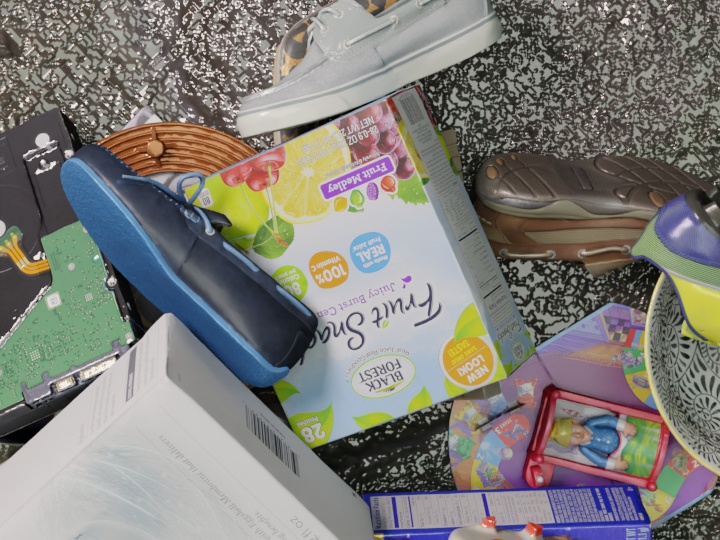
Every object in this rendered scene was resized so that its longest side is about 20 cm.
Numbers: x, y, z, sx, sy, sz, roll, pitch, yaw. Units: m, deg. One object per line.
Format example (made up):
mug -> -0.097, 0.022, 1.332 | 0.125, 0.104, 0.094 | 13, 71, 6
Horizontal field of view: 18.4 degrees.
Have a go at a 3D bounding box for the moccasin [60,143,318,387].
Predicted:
moccasin -> -0.112, -0.010, 1.465 | 0.200, 0.080, 0.068 | 47, 63, -5

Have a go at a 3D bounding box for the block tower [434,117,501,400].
block tower -> 0.045, -0.004, 1.548 | 0.058, 0.054, 0.200 | -17, 99, -40

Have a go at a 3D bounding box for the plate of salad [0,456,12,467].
plate of salad -> -0.186, 0.212, 1.532 | 0.200, 0.048, 0.200 | 7, 116, 16

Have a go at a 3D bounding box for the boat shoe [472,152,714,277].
boat shoe -> 0.171, -0.035, 1.566 | 0.200, 0.076, 0.072 | 6, 123, -11

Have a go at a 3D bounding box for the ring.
ring -> -0.133, -0.004, 1.558 | 0.200, 0.019, 0.201 | 0, 93, -3

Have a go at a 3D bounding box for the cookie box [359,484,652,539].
cookie box -> 0.100, 0.244, 1.553 | 0.200, 0.075, 0.171 | -2, 106, -1

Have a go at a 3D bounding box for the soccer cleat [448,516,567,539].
soccer cleat -> 0.146, 0.226, 1.478 | 0.200, 0.069, 0.078 | 20, 105, -11

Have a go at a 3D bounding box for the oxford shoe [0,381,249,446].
oxford shoe -> -0.175, 0.095, 1.524 | 0.200, 0.074, 0.071 | -8, 117, 17

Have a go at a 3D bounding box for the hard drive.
hard drive -> -0.233, 0.003, 1.512 | 0.140, 0.038, 0.200 | -25, 64, 6

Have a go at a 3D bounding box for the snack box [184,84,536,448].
snack box -> 0.000, 0.000, 1.489 | 0.168, 0.068, 0.200 | -23, 95, 28

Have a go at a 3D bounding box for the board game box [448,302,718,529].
board game box -> 0.165, 0.125, 1.581 | 0.200, 0.039, 0.158 | -31, 94, 0

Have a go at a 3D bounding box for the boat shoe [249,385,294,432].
boat shoe -> -0.105, 0.165, 1.548 | 0.074, 0.073, 0.200 | 27, 100, -4

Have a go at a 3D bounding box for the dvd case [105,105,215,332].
dvd case -> -0.132, 0.005, 1.575 | 0.200, 0.016, 0.149 | 45, 91, -3

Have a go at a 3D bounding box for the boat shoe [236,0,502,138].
boat shoe -> -0.002, -0.150, 1.490 | 0.201, 0.070, 0.072 | -25, 98, -19

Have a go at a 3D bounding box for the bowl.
bowl -> 0.285, 0.051, 1.553 | 0.200, 0.094, 0.201 | 0, 89, -7

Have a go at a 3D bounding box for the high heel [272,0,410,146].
high heel -> 0.013, -0.146, 1.546 | 0.142, 0.071, 0.200 | 6, 85, 1

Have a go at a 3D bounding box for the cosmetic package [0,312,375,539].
cosmetic package -> -0.127, 0.177, 1.428 | 0.200, 0.123, 0.199 | -42, 107, 10

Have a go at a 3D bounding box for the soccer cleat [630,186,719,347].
soccer cleat -> 0.263, 0.034, 1.483 | 0.084, 0.065, 0.200 | -39, 98, 23
